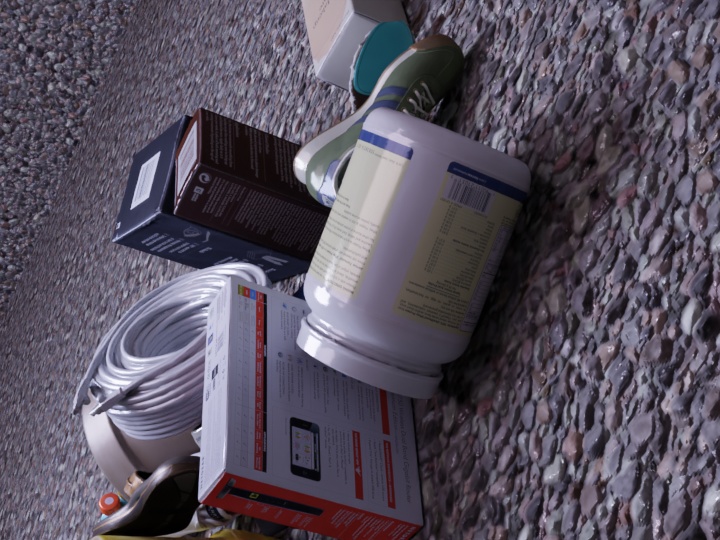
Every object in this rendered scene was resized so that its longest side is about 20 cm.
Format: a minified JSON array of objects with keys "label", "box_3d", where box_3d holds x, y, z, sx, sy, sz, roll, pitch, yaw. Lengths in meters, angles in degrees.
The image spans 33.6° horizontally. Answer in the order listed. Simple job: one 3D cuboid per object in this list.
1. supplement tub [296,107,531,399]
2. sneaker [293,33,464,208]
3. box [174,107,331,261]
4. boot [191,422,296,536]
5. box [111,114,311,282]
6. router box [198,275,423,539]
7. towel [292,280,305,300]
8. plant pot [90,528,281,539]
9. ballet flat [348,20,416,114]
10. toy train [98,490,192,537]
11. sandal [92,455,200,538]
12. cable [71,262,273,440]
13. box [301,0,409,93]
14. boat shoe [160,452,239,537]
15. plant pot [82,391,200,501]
[{"label":"supplement tub","box_3d":[0.039,-0.014,0.959,0.202,0.144,0.145,-68,23,6]},{"label":"sneaker","box_3d":[0.032,-0.129,1.122,0.200,0.067,0.090,-40,43,3]},{"label":"box","box_3d":[-0.089,-0.082,1.230,0.075,0.198,0.101,-57,26,34]},{"label":"boot","box_3d":[-0.061,0.163,1.145,0.072,0.145,0.200,-33,5,38]},{"label":"box","box_3d":[-0.156,-0.072,1.371,0.196,0.198,0.119,-16,58,62]},{"label":"router box","box_3d":[-0.041,0.118,0.994,0.049,0.178,0.201,-50,30,38]},{"label":"towel","box_3d":[0.000,0.000,1.117,0.200,0.048,0.112,-48,29,23]},{"label":"plant pot","box_3d":[-0.176,0.333,1.121,0.201,0.187,0.202,-47,32,42]},{"label":"ballet flat","box_3d":[0.017,-0.160,1.228,0.072,0.071,0.202,-32,44,56]},{"label":"toy train","box_3d":[-0.228,0.288,1.334,0.200,0.055,0.152,1,-71,-67]},{"label":"sandal","box_3d":[-0.193,0.208,1.121,0.200,0.081,0.055,-50,43,48]},{"label":"cable","box_3d":[-0.166,0.074,1.148,0.198,0.070,0.201,-21,27,13]},{"label":"box","box_3d":[-0.008,-0.291,1.362,0.095,0.077,0.201,-56,27,29]},{"label":"boat shoe","box_3d":[-0.147,0.224,1.192,0.198,0.071,0.070,-27,21,4]},{"label":"plant pot","box_3d":[-0.169,0.143,1.288,0.173,0.199,0.201,-40,34,22]}]
